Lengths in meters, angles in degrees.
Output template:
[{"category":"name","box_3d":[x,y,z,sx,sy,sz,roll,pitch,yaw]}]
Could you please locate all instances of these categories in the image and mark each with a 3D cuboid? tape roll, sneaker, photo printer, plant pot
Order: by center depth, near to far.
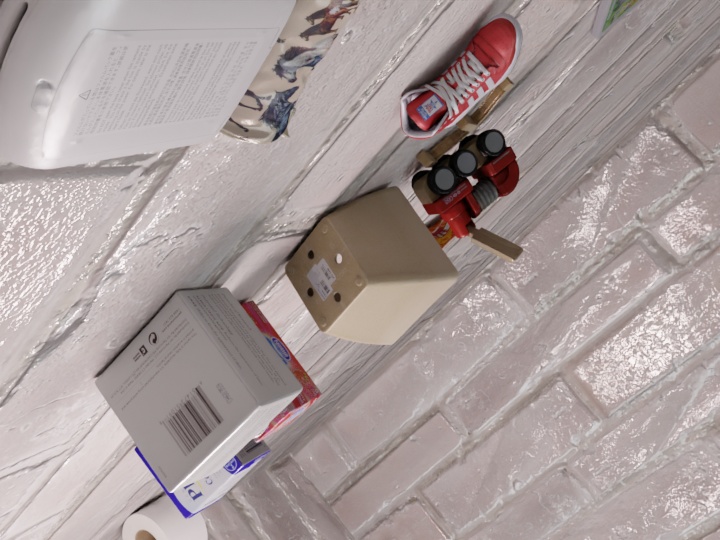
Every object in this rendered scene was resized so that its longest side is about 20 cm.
[{"category":"photo printer","box_3d":[-0.154,-0.149,0.536,0.200,0.070,0.167,-24,160,-51]},{"category":"sneaker","box_3d":[0.127,-0.247,1.042,0.112,0.071,0.200,-33,169,-44]},{"category":"plant pot","box_3d":[0.000,0.000,1.289,0.176,0.200,0.200,-7,147,-49]},{"category":"sneaker","box_3d":[0.162,-0.065,1.811,0.199,0.073,0.077,-31,175,-26]},{"category":"tape roll","box_3d":[-0.548,0.746,2.220,0.203,0.203,0.139,-48,165,33]}]

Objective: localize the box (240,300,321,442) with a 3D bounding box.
[{"category":"box","box_3d":[-0.170,0.158,1.269,0.095,0.200,0.100,-43,168,26]}]

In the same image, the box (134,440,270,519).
[{"category":"box","box_3d":[-0.316,0.357,1.574,0.200,0.184,0.105,-46,168,24]}]

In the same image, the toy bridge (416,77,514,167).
[{"category":"toy bridge","box_3d":[0.173,-0.243,1.303,0.200,0.027,0.067,-44,169,23]}]

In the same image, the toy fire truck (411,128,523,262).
[{"category":"toy fire truck","box_3d":[0.214,-0.122,1.367,0.176,0.201,0.129,-37,-167,-15]}]

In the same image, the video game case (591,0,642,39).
[{"category":"video game case","box_3d":[0.479,-0.497,1.342,0.182,0.022,0.200,-41,168,2]}]

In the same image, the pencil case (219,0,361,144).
[{"category":"pencil case","box_3d":[-0.054,-0.196,0.645,0.089,0.078,0.200,2,140,-42]}]

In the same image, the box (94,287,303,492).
[{"category":"box","box_3d":[-0.227,0.162,1.115,0.199,0.200,0.131,-44,165,17]}]
